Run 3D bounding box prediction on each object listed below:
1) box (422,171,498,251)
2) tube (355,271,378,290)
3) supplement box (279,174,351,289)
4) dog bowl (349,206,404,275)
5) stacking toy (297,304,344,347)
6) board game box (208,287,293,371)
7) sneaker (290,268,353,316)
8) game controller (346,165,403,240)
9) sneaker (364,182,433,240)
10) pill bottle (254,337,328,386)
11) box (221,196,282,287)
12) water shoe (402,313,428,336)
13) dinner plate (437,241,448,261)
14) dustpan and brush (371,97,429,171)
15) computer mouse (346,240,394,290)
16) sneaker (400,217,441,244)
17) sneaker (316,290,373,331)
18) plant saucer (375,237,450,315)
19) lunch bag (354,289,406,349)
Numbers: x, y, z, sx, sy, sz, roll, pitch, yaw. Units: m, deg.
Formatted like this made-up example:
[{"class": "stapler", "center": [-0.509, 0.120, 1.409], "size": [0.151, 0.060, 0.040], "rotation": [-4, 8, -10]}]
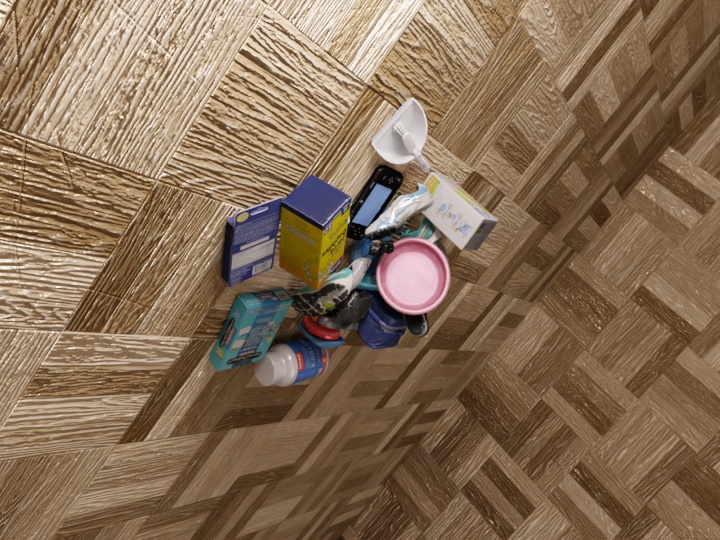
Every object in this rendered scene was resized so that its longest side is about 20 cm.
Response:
[{"class": "box", "center": [0.248, -0.156, 1.721], "size": [0.102, 0.200, 0.112], "rotation": [-54, 154, 21]}, {"class": "tube", "center": [0.056, 0.029, 1.784], "size": [0.196, 0.079, 0.051], "rotation": [5, 140, -28]}, {"class": "supplement box", "center": [-0.099, -0.080, 1.392], "size": [0.109, 0.108, 0.202], "rotation": [-48, 160, -37]}, {"class": "dog bowl", "center": [0.038, -0.079, 1.692], "size": [0.110, 0.050, 0.202], "rotation": [-9, 135, -51]}, {"class": "stacking toy", "center": [-0.079, 0.091, 1.721], "size": [0.115, 0.109, 0.204], "rotation": [2, 116, -47]}, {"class": "board game box", "center": [-0.263, 0.140, 1.558], "size": [0.149, 0.047, 0.202], "rotation": [-8, 135, -51]}, {"class": "sneaker", "center": [-0.093, 0.053, 1.594], "size": [0.197, 0.078, 0.080], "rotation": [-21, -150, 33]}, {"class": "game controller", "center": [0.024, -0.161, 1.564], "size": [0.103, 0.042, 0.202], "rotation": [4, 125, -57]}, {"class": "sneaker", "center": [0.087, -0.141, 1.591], "size": [0.198, 0.073, 0.072], "rotation": [-34, 168, -12]}, {"class": "pill bottle", "center": [-0.186, 0.248, 1.748], "size": [0.198, 0.112, 0.114], "rotation": [-10, 137, -51]}, {"class": "box", "center": [-0.224, -0.065, 1.342], "size": [0.120, 0.032, 0.203], "rotation": [-25, 147, -37]}, {"class": "water shoe", "center": [0.136, 0.082, 1.765], "size": [0.070, 0.205, 0.079], "rotation": [-15, 167, 15]}, {"class": "dinner plate", "center": [0.166, 0.002, 1.843], "size": [0.024, 0.201, 0.201], "rotation": [27, 108, -39]}, {"class": "dustpan and brush", "center": [0.116, -0.286, 1.501], "size": [0.140, 0.057, 0.200], "rotation": [-47, 154, 2]}, {"class": "computer mouse", "center": [0.000, 0.000, 1.627], "size": [0.200, 0.044, 0.109], "rotation": [-44, 167, 18]}, {"class": "sneaker", "center": [0.137, -0.069, 1.806], "size": [0.199, 0.081, 0.077], "rotation": [-38, 170, 28]}, {"class": "sneaker", "center": [-0.038, 0.097, 1.668], "size": [0.198, 0.059, 0.107], "rotation": [14, 93, -58]}, {"class": "plant saucer", "center": [0.136, 0.017, 1.705], "size": [0.200, 0.201, 0.051], "rotation": [-40, 171, -10]}, {"class": "lunch bag", "center": [0.054, 0.115, 1.818], "size": [0.134, 0.200, 0.134], "rotation": [-2, 130, -47]}]
